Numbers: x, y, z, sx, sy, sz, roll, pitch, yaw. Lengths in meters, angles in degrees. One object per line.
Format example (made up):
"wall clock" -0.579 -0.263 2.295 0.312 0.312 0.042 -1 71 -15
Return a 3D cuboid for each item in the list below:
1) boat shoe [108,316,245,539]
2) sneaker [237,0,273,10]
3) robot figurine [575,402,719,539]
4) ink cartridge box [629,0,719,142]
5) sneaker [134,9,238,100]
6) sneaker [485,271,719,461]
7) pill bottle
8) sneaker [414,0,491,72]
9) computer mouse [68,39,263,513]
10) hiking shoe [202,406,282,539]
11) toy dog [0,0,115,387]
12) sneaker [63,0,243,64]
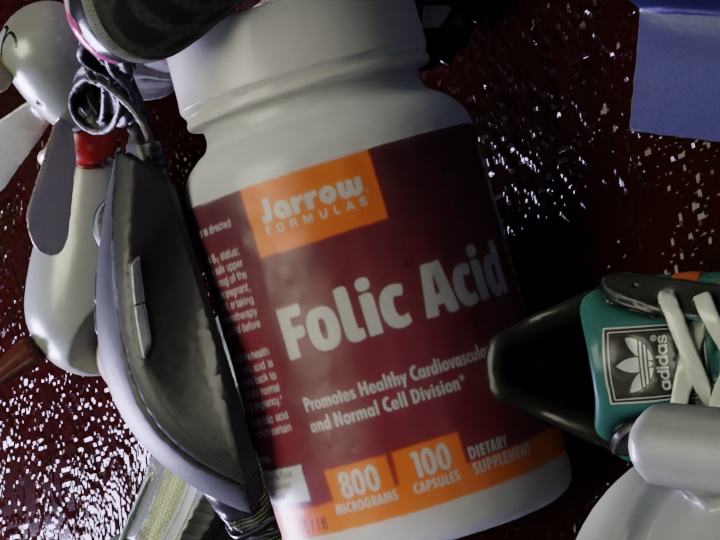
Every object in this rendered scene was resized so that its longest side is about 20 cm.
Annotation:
"boat shoe" -0.070 0.107 1.050 0.065 0.074 0.203 49 124 52
"sneaker" -0.083 -0.177 1.014 0.199 0.071 0.113 14 88 32
"robot figurine" 0.139 0.107 0.682 0.199 0.113 0.170 -2 125 46
"ink cartridge box" 0.147 -0.139 0.754 0.197 0.047 0.202 12 97 55
"sneaker" -0.092 -0.188 1.098 0.099 0.078 0.202 -19 82 48
"sneaker" 0.119 0.034 0.755 0.199 0.079 0.072 -10 81 55
"pill bottle" 0.000 0.000 0.869 0.114 0.114 0.202 -16 91 55
"sneaker" 0.035 -0.177 0.895 0.091 0.066 0.201 62 142 35
"computer mouse" -0.086 0.001 0.900 0.140 0.046 0.202 130 123 -83
"hiking shoe" -0.025 0.104 0.952 0.076 0.100 0.202 -11 80 56
"toy dog" -0.151 -0.020 1.101 0.132 0.096 0.201 9 122 67
"sneaker" -0.020 -0.141 0.790 0.200 0.074 0.088 -43 36 4
